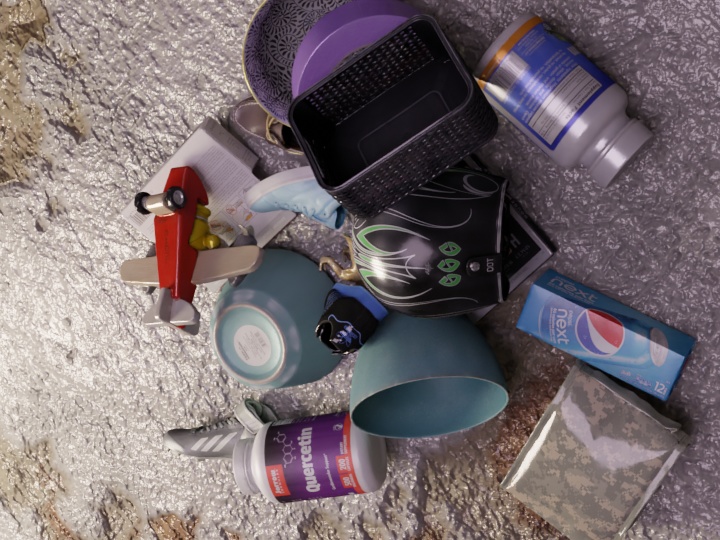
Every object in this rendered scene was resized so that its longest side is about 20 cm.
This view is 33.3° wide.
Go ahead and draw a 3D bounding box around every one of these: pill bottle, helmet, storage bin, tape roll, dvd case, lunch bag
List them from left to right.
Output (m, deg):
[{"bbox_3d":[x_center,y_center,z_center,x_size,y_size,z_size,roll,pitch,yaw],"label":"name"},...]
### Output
[{"bbox_3d":[-0.069,0.256,1.642,0.198,0.112,0.114,-11,100,16],"label":"pill bottle"},{"bbox_3d":[0.018,-0.219,1.439,0.198,0.066,0.202,-4,121,-7],"label":"tape roll"},{"bbox_3d":[0.036,-0.168,1.337,0.199,0.094,0.136,-32,61,11],"label":"storage bin"},{"bbox_3d":[0.081,-0.036,1.432,0.188,0.200,0.202,2,106,12],"label":"helmet"},{"bbox_3d":[0.130,-0.053,1.516,0.200,0.025,0.150,50,121,7],"label":"dvd case"},{"bbox_3d":[0.232,-0.190,1.370,0.200,0.112,0.112,43,120,9],"label":"pill bottle"},{"bbox_3d":[0.290,0.221,1.460,0.163,0.117,0.201,36,123,15],"label":"lunch bag"}]

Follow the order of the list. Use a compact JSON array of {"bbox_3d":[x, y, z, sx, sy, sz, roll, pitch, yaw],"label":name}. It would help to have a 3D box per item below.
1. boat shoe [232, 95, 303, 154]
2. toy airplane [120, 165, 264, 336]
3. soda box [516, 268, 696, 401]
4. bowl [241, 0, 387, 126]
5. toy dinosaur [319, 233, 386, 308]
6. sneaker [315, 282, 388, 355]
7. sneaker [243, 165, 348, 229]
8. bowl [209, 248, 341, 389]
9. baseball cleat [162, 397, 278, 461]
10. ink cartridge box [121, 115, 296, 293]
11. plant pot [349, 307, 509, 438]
[{"bbox_3d":[-0.087,-0.188,1.569,0.198,0.059,0.073,17,112,23],"label":"boat shoe"},{"bbox_3d":[-0.226,-0.011,1.612,0.200,0.141,0.200,46,114,27],"label":"toy airplane"},{"bbox_3d":[0.294,0.075,1.442,0.199,0.068,0.065,26,116,19],"label":"soda box"},{"bbox_3d":[-0.050,-0.281,1.482,0.198,0.094,0.203,-5,121,-8],"label":"bowl"},{"bbox_3d":[0.000,0.000,1.560,0.101,0.058,0.201,23,147,42],"label":"toy dinosaur"},{"bbox_3d":[-0.026,0.065,1.504,0.070,0.200,0.078,45,79,-4],"label":"sneaker"},{"bbox_3d":[-0.059,-0.090,1.555,0.198,0.074,0.083,-13,79,23],"label":"sneaker"},{"bbox_3d":[-0.127,0.081,1.640,0.199,0.105,0.203,8,110,23],"label":"bowl"},{"bbox_3d":[-0.195,0.232,1.758,0.198,0.070,0.108,8,103,15],"label":"baseball cleat"},{"bbox_3d":[-0.208,-0.088,1.673,0.176,0.045,0.200,41,122,-14],"label":"ink cartridge box"},{"bbox_3d":[0.079,0.113,1.517,0.199,0.199,0.136,-25,56,31],"label":"plant pot"}]
